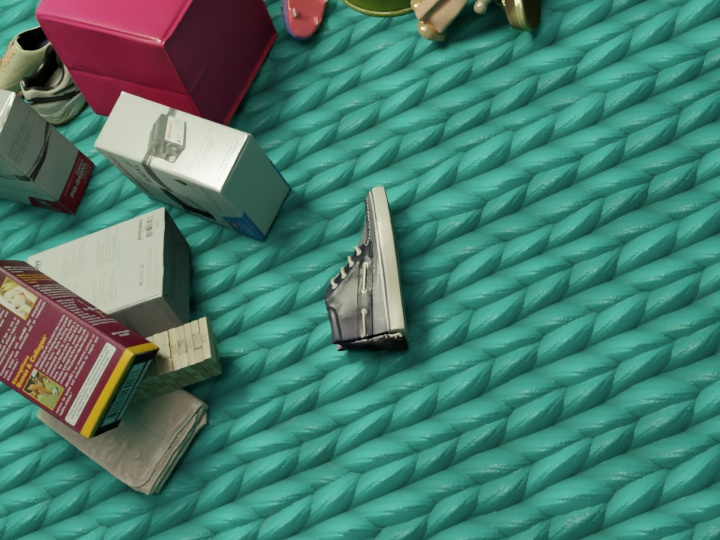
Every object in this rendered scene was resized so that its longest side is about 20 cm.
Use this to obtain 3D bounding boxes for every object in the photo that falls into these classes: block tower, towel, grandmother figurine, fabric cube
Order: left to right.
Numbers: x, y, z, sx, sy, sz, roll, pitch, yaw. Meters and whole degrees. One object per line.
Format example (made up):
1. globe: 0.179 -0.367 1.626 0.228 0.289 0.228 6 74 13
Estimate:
1. towel: -0.288 0.173 1.345 0.199 0.035 0.133 30 78 25
2. block tower: -0.259 0.118 1.310 0.197 0.058 0.055 -19 64 10
3. fabric cube: -0.256 -0.315 1.430 0.197 0.201 0.198 17 64 23
4. grandmother figurine: 0.136 -0.366 1.351 0.200 0.060 0.123 -47 55 44

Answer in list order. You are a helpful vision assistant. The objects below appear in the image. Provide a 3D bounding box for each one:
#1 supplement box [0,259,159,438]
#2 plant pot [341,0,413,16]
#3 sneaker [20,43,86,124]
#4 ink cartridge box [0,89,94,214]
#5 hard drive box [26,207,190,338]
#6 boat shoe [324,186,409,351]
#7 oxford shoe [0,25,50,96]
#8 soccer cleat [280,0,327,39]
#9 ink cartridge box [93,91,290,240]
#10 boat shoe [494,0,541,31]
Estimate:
1. supplement box: -0.344 0.085 1.245 0.199 0.086 0.111 31 96 8
2. plant pot: 0.022 -0.466 1.416 0.197 0.193 0.203 -7 66 16
3. sneaker: -0.386 -0.295 1.539 0.075 0.088 0.201 35 81 29
4. ink cartridge box: -0.464 -0.161 1.445 0.143 0.200 0.084 14 73 22
5. hard drive box: -0.314 0.029 1.362 0.197 0.077 0.157 -18 44 10
6. boat shoe: 0.000 0.000 1.297 0.091 0.075 0.203 -9 67 6
7. oxford shoe: -0.490 -0.302 1.582 0.198 0.074 0.071 -31 62 3
8. soccer cleat: -0.089 -0.400 1.508 0.076 0.066 0.203 -21 66 49
9. ink cartridge box: -0.207 -0.129 1.379 0.198 0.145 0.085 21 76 24
10. boat shoe: 0.177 -0.380 1.403 0.063 0.073 0.203 -24 64 26
